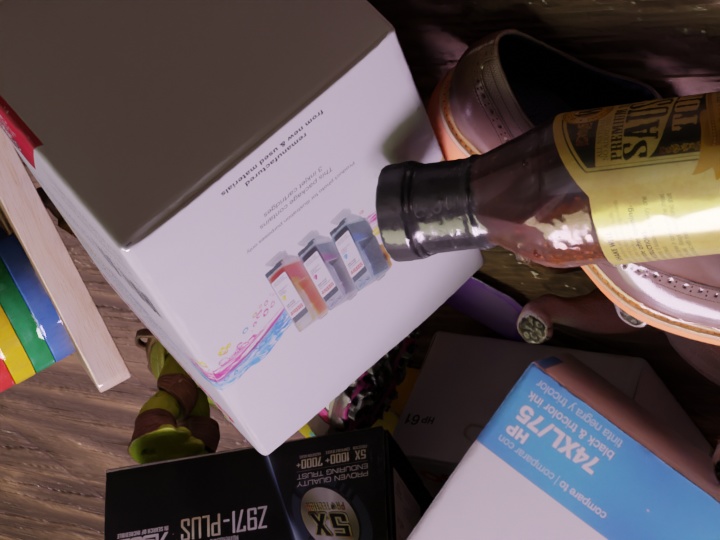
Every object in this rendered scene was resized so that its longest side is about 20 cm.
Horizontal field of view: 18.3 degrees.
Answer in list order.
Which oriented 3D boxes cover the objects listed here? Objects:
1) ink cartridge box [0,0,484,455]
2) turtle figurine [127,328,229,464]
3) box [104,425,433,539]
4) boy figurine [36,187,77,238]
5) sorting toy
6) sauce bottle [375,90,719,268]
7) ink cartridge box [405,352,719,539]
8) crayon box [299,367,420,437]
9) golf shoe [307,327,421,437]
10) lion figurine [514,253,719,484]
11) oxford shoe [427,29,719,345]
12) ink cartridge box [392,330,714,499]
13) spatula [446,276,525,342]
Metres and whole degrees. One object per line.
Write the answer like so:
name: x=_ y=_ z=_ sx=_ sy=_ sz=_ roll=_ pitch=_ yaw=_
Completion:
ink cartridge box: x=-0.057 y=-0.047 z=0.987 sx=0.145 sy=0.144 sz=0.200 roll=45 pitch=170 yaw=30
turtle figurine: x=-0.100 y=0.046 z=1.290 sx=0.064 sy=0.162 sz=0.201 roll=-1 pitch=139 yaw=7
box: x=-0.034 y=0.175 z=1.256 sx=0.162 sy=0.087 sz=0.200 roll=-9 pitch=151 yaw=13
boy figurine: x=-0.121 y=-0.038 z=1.184 sx=0.123 sy=0.065 sz=0.201 roll=-10 pitch=121 yaw=35
sorting toy: x=-0.210 y=-0.033 z=1.179 sx=0.201 sy=0.069 sz=0.199 roll=65 pitch=170 yaw=-15
sauce bottle: x=0.103 y=-0.034 z=0.892 sx=0.198 sy=0.067 sz=0.066 roll=-7 pitch=147 yaw=19
ink cartridge box: x=0.090 y=0.163 z=1.052 sx=0.146 sy=0.201 sz=0.147 roll=36 pitch=-174 yaw=10
crayon box: x=0.035 y=0.112 z=1.430 sx=0.126 sy=0.051 sz=0.200 roll=11 pitch=154 yaw=40
golf shoe: x=-0.015 y=0.009 z=1.186 sx=0.092 sy=0.073 sz=0.201 roll=27 pitch=136 yaw=24
lion figurine: x=0.166 y=0.031 z=1.042 sx=0.200 sy=0.122 sz=0.073 roll=43 pitch=126 yaw=6
oxford shoe: x=0.122 y=-0.032 z=0.957 sx=0.199 sy=0.072 sz=0.073 roll=31 pitch=154 yaw=-4
ink cartridge box: x=0.128 y=0.124 z=1.278 sx=0.144 sy=0.085 sz=0.200 roll=6 pitch=153 yaw=37
spatula: x=0.000 y=0.000 z=1.229 sx=0.198 sy=0.021 sz=0.057 roll=14 pitch=159 yaw=0
